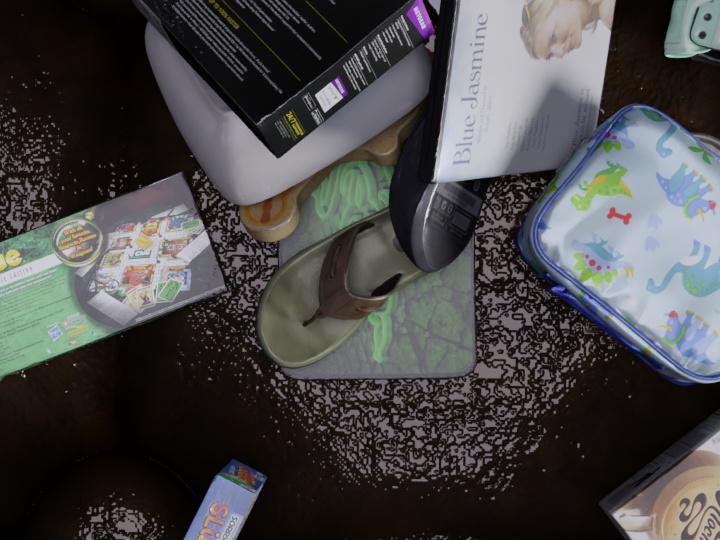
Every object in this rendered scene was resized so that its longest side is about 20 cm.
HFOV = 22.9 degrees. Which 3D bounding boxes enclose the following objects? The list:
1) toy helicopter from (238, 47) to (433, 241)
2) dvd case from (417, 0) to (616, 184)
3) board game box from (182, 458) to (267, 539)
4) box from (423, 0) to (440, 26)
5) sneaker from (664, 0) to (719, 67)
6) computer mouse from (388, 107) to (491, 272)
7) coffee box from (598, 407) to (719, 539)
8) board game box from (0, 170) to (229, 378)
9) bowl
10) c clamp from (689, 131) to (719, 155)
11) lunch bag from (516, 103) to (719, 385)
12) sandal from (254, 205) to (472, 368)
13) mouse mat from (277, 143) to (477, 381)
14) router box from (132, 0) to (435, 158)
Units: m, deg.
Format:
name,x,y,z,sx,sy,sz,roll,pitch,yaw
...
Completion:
name,x,y,z,sx,sy,sz,roll,pitch,yaw
toy helicopter,-0.032,-0.107,1.389,0.132,0.079,0.200,29,69,26
dvd case,0.122,-0.143,1.342,0.018,0.200,0.143,20,110,40
board game box,-0.135,0.245,1.364,0.034,0.135,0.200,27,90,1
box,0.075,-0.307,1.416,0.159,0.046,0.200,-37,89,0
sneaker,0.251,-0.236,1.398,0.200,0.074,0.118,33,83,-2
computer mouse,0.072,-0.096,1.369,0.053,0.138,0.200,20,81,32
coffee box,0.302,0.168,1.391,0.200,0.080,0.113,-37,88,0
board game box,-0.216,0.004,1.423,0.200,0.023,0.105,-20,91,-1
bowl,-0.065,-0.174,1.357,0.200,0.075,0.200,-31,57,2
c clamp,0.269,-0.017,1.421,0.200,0.027,0.171,-39,89,-1
lunch bag,0.231,-0.017,1.367,0.200,0.082,0.161,38,84,-1
sandal,0.000,-0.001,1.398,0.201,0.057,0.080,-37,92,-2
mouse mat,0.013,-0.012,1.432,0.161,0.008,0.200,-1,88,0
router box,-0.065,-0.196,1.294,0.149,0.051,0.200,-39,58,-5
